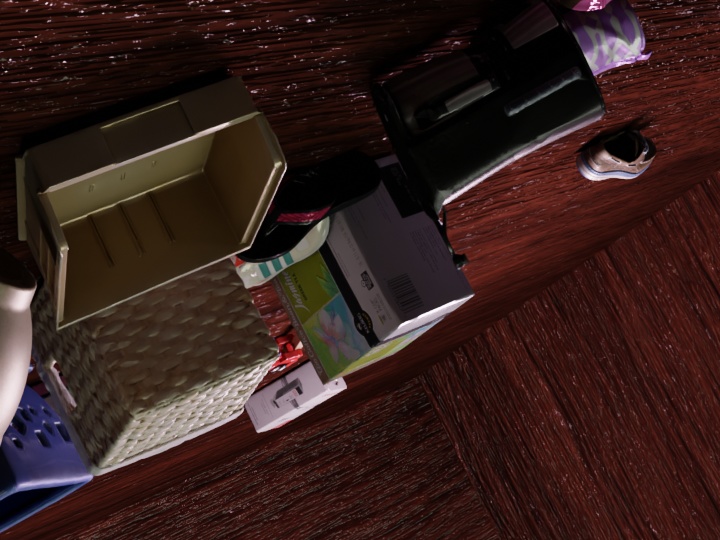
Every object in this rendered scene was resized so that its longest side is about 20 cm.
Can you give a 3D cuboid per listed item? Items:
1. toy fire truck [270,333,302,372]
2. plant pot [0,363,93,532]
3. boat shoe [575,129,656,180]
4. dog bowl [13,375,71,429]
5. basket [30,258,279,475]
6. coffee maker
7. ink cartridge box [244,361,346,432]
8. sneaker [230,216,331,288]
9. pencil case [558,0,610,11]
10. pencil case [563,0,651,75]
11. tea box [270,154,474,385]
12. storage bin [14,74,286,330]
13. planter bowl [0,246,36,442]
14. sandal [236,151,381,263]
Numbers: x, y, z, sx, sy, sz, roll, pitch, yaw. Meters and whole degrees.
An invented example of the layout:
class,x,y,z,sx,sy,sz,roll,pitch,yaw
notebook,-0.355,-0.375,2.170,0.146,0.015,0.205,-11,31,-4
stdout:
class,x,y,z,sx,sy,sz,roll,pitch,yaw
toy fire truck,-0.119,0.132,2.073,0.140,0.049,0.199,-34,167,22
plant pot,-0.438,0.195,1.223,0.198,0.182,0.200,-30,168,7
boat shoe,0.464,-0.204,1.965,0.198,0.073,0.072,-19,164,-41
dog bowl,-0.441,0.213,1.573,0.198,0.075,0.200,-28,168,-6
basket,-0.223,0.073,1.186,0.198,0.200,0.161,-20,162,-35
coffee maker,0.134,-0.145,1.125,0.197,0.194,0.135,-27,-148,-2
ink cartridge box,-0.148,0.282,2.572,0.198,0.084,0.147,-31,169,13
sneaker,-0.115,-0.027,1.318,0.093,0.071,0.199,-25,172,-48
pencil case,0.196,-0.281,0.905,0.090,0.095,0.200,-28,170,-3
pencil case,0.209,-0.224,1.216,0.198,0.086,0.084,-29,168,-3
tea box,0.000,0.000,1.387,0.132,0.202,0.197,-20,166,-38
storage bin,-0.182,-0.058,0.958,0.198,0.095,0.199,-24,168,-23
planter bowl,-0.325,0.035,0.837,0.136,0.199,0.200,-56,166,2
sandal,-0.061,-0.080,1.238,0.198,0.075,0.045,-33,165,-20
